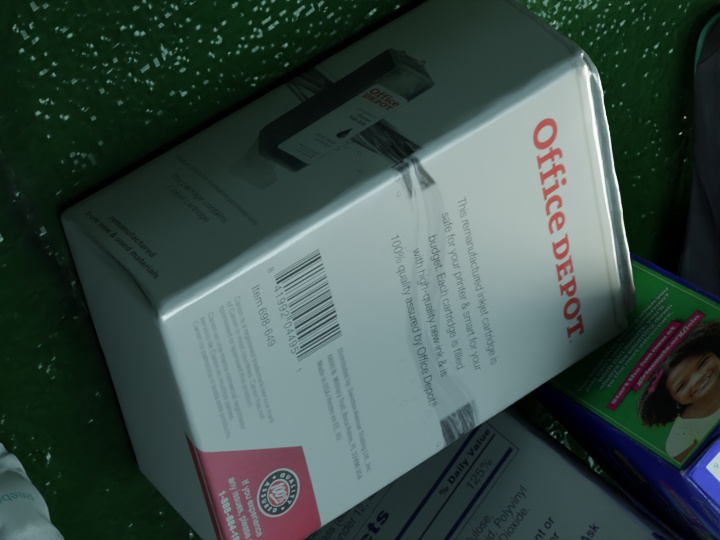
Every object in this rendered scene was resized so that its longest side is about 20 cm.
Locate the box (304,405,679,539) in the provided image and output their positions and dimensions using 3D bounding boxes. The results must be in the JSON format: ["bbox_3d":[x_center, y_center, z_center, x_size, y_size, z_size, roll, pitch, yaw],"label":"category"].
[{"bbox_3d":[0.054,0.165,1.224,0.184,0.200,0.105,-53,136,3],"label":"box"}]

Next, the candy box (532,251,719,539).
[{"bbox_3d":[0.164,0.085,1.227,0.077,0.200,0.169,-47,112,-6],"label":"candy box"}]

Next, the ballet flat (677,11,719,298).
[{"bbox_3d":[0.176,-0.019,1.299,0.073,0.073,0.201,-24,131,-25],"label":"ballet flat"}]

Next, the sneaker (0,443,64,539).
[{"bbox_3d":[-0.146,0.167,1.150,0.070,0.080,0.201,-16,129,-33],"label":"sneaker"}]

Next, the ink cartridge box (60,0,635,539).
[{"bbox_3d":[0.000,0.000,1.153,0.199,0.085,0.146,-30,133,-18],"label":"ink cartridge box"}]
